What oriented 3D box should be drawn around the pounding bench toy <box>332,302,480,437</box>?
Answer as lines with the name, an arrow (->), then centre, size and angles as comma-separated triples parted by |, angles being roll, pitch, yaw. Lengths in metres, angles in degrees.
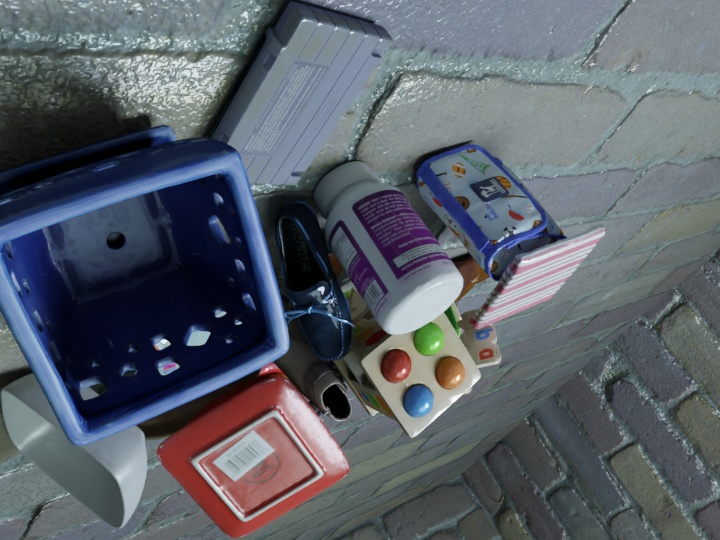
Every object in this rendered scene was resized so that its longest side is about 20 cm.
pounding bench toy -> 0.083, 0.097, 0.978 | 0.200, 0.124, 0.156 | -38, -164, -17

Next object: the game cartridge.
game cartridge -> -0.069, -0.165, 0.730 | 0.129, 0.038, 0.200 | 0, 140, -45

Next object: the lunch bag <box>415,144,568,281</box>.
lunch bag -> 0.178, -0.079, 1.026 | 0.124, 0.170, 0.200 | -47, 154, 23

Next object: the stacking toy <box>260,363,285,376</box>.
stacking toy -> -0.133, 0.227, 1.171 | 0.116, 0.200, 0.110 | -2, 141, -47

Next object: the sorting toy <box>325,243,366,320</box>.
sorting toy -> 0.000, 0.000, 1.054 | 0.180, 0.107, 0.200 | -32, 157, -20

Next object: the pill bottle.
pill bottle -> 0.026, -0.032, 0.887 | 0.112, 0.200, 0.112 | -27, 155, -13

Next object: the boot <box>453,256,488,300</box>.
boot -> 0.202, 0.019, 1.402 | 0.200, 0.068, 0.189 | -30, 149, -26

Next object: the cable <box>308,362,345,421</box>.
cable -> -0.088, 0.193, 1.267 | 0.164, 0.051, 0.200 | -64, -161, -11

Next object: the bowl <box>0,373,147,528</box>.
bowl -> -0.346, 0.217, 0.928 | 0.075, 0.199, 0.200 | -48, 169, -40

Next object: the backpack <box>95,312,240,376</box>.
backpack -> -0.207, 0.047, 0.840 | 0.200, 0.127, 0.167 | -15, 147, -42

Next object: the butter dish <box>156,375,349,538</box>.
butter dish -> -0.147, 0.229, 1.020 | 0.200, 0.148, 0.200 | -31, 117, 1

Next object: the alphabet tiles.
alphabet tiles -> 0.107, 0.117, 1.110 | 0.195, 0.200, 0.015 | -14, 125, 9

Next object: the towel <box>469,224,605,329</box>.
towel -> 0.242, 0.009, 1.041 | 0.146, 0.030, 0.200 | -20, 156, -23

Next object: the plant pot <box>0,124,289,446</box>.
plant pot -> -0.199, -0.007, 0.631 | 0.199, 0.180, 0.201 | -24, 122, -22

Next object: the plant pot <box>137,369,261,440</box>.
plant pot -> -0.242, 0.136, 0.999 | 0.200, 0.093, 0.201 | -28, 156, -13

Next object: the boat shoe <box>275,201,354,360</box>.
boat shoe -> -0.069, 0.021, 0.891 | 0.084, 0.201, 0.069 | -20, -172, 15

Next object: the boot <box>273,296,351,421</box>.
boot -> -0.079, 0.110, 0.955 | 0.070, 0.146, 0.200 | -43, 138, -6
